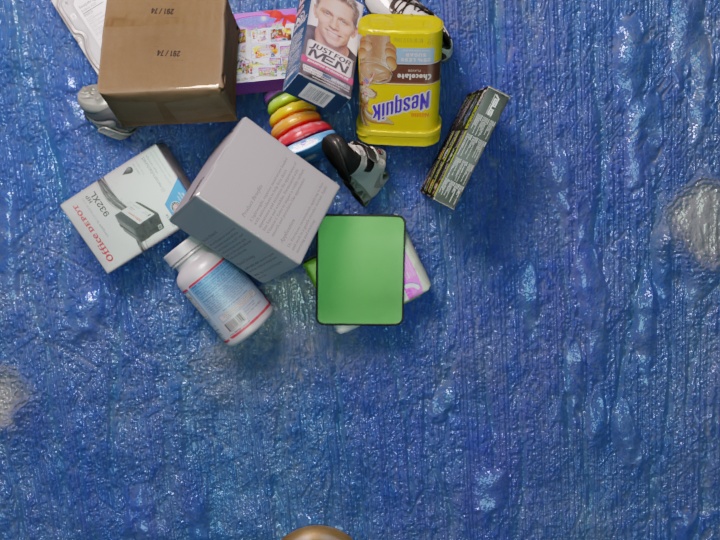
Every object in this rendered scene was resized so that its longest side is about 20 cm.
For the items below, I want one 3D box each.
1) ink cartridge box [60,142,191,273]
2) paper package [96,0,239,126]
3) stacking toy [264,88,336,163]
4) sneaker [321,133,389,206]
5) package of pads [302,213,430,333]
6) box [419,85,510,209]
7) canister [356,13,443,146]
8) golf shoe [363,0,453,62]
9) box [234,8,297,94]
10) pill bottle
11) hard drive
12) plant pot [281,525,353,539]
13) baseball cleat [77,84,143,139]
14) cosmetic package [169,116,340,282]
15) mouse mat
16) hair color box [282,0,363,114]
[{"bbox_3d":[-0.395,-0.111,1.308,0.199,0.084,0.146,-32,102,3],"label":"ink cartridge box"},{"bbox_3d":[-0.298,-0.335,1.180,0.198,0.104,0.192,-3,70,4],"label":"paper package"},{"bbox_3d":[-0.125,-0.288,1.294,0.115,0.110,0.201,-22,86,-1],"label":"stacking toy"},{"bbox_3d":[-0.003,-0.193,1.276,0.088,0.200,0.074,-41,65,-1],"label":"sneaker"},{"bbox_3d":[0.014,0.009,1.360,0.199,0.068,0.155,-26,99,3],"label":"package of pads"},{"bbox_3d":[0.172,-0.209,1.265,0.047,0.193,0.201,25,97,-8],"label":"box"},{"bbox_3d":[0.065,-0.319,1.246,0.147,0.087,0.201,3,129,6],"label":"canister"},{"bbox_3d":[0.086,-0.438,1.267,0.200,0.094,0.078,38,90,-9],"label":"golf shoe"},{"bbox_3d":[-0.199,-0.368,1.260,0.198,0.039,0.138,-5,72,2],"label":"box"},{"bbox_3d":[-0.255,0.029,1.329,0.109,0.109,0.200,-37,100,4],"label":"pill bottle"},{"bbox_3d":[-0.422,-0.421,1.275,0.139,0.038,0.201,-30,100,2],"label":"hard drive"},{"bbox_3d":[-0.087,0.609,1.485,0.198,0.027,0.202,-1,101,-4],"label":"plant pot"},{"bbox_3d":[-0.379,-0.271,1.275,0.198,0.107,0.070,11,58,5],"label":"baseball cleat"},{"bbox_3d":[-0.177,-0.111,1.236,0.199,0.165,0.166,35,64,-18],"label":"cosmetic package"},{"bbox_3d":[0.000,0.000,1.321,0.160,0.008,0.202,1,98,-2],"label":"mouse mat"},{"bbox_3d":[-0.060,-0.370,1.226,0.099,0.060,0.201,20,62,-27],"label":"hair color box"}]
